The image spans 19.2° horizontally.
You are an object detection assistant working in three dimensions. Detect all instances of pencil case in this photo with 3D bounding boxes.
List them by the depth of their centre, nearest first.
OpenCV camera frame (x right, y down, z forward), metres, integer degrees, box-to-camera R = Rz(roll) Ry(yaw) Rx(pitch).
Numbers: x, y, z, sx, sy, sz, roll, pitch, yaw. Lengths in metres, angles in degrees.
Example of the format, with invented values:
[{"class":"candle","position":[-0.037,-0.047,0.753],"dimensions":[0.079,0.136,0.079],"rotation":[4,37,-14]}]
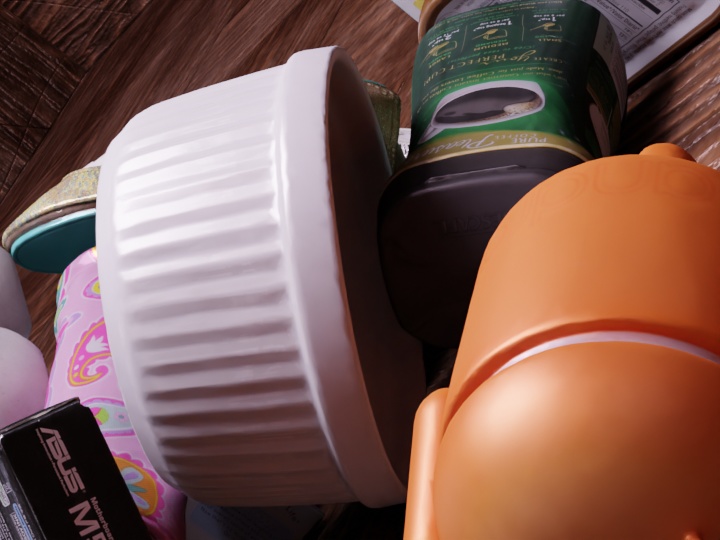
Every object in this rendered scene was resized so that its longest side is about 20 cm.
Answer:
[{"class":"pencil case","position":[-0.115,0.073,0.996],"dimensions":[0.087,0.087,0.200],"rotation":[-44,26,31]}]

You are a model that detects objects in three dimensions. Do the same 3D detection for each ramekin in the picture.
[{"class":"ramekin","position":[-0.041,0.009,0.928],"dimensions":[0.105,0.201,0.200],"rotation":[-9,26,9]}]

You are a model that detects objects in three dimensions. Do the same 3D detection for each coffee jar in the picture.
[{"class":"coffee jar","position":[0.066,-0.046,0.963],"dimensions":[0.104,0.086,0.200],"rotation":[-8,29,14]}]

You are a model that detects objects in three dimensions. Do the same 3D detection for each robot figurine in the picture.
[{"class":"robot figurine","position":[0.083,0.043,0.654],"dimensions":[0.200,0.143,0.117],"rotation":[-72,-16,-55]}]

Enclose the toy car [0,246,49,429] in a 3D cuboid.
[{"class":"toy car","position":[-0.254,0.032,1.065],"dimensions":[0.175,0.150,0.200],"rotation":[-17,37,-8]}]

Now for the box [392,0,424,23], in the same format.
[{"class":"box","position":[0.045,-0.185,1.174],"dimensions":[0.082,0.200,0.049],"rotation":[-39,18,43]}]

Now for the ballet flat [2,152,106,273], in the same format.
[{"class":"ballet flat","position":[-0.096,-0.048,1.141],"dimensions":[0.199,0.071,0.071],"rotation":[-12,27,15]}]

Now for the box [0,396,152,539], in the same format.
[{"class":"box","position":[-0.119,0.166,0.853],"dimensions":[0.047,0.200,0.193],"rotation":[-24,-4,-30]}]

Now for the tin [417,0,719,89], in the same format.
[{"class":"tin","position":[0.108,-0.138,1.044],"dimensions":[0.200,0.112,0.042],"rotation":[-38,29,49]}]

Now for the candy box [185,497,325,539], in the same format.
[{"class":"candy box","position":[-0.123,0.184,1.069],"dimensions":[0.200,0.071,0.168],"rotation":[-57,14,-16]}]

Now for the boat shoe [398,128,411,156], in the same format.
[{"class":"boat shoe","position":[0.035,-0.043,1.148],"dimensions":[0.069,0.071,0.200],"rotation":[-29,20,-18]}]

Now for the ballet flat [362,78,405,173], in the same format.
[{"class":"ballet flat","position":[0.000,0.000,1.059],"dimensions":[0.070,0.065,0.201],"rotation":[31,125,56]}]
